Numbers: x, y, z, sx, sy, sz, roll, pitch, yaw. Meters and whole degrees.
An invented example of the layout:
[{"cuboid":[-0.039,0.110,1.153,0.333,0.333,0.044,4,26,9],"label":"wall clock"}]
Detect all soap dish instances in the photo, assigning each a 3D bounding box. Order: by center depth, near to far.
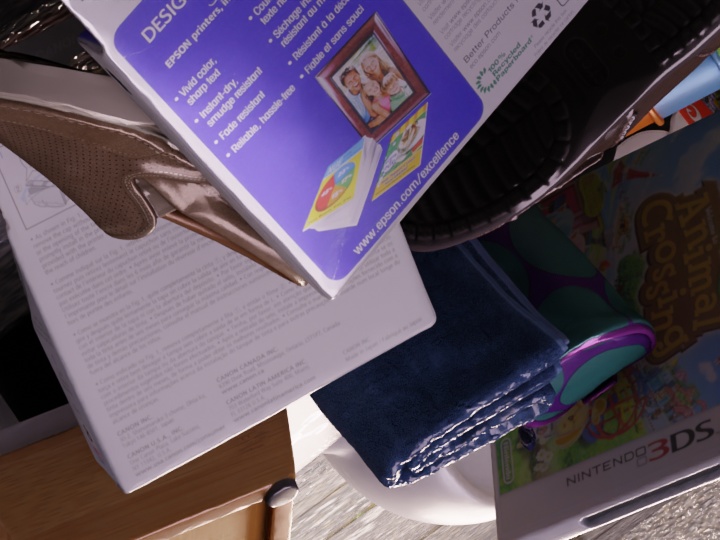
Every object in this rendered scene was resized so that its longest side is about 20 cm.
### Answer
[{"cuboid":[-0.106,0.138,1.220,0.157,0.081,0.200,-20,146,-20],"label":"soap dish"}]

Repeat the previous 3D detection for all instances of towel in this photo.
[{"cuboid":[0.000,0.000,1.195,0.111,0.200,0.049,-29,158,-22],"label":"towel"}]

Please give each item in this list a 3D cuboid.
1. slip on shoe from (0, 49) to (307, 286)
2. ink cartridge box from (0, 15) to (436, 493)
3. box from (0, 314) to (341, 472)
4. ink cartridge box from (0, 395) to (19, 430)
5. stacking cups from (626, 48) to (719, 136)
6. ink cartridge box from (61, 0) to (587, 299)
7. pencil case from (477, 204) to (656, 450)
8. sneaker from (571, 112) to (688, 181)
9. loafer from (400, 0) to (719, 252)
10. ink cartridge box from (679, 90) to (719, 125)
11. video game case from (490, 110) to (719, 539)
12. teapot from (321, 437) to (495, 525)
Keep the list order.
[{"cuboid":[-0.090,-0.042,1.001,0.199,0.076,0.061,14,93,-38],"label":"slip on shoe"},{"cuboid":[-0.072,-0.029,1.083,0.162,0.201,0.057,-28,-160,-15],"label":"ink cartridge box"},{"cuboid":[-0.082,0.053,1.347,0.148,0.107,0.200,-39,164,11],"label":"box"},{"cuboid":[-0.258,0.114,1.195,0.145,0.084,0.200,-41,163,16],"label":"ink cartridge box"},{"cuboid":[0.152,-0.101,1.226,0.199,0.061,0.060,-29,166,15],"label":"stacking cups"},{"cuboid":[-0.008,-0.124,0.953,0.198,0.043,0.200,-49,131,-9],"label":"ink cartridge box"},{"cuboid":[0.053,-0.012,1.278,0.085,0.200,0.092,-37,158,-8],"label":"pencil case"},{"cuboid":[0.113,-0.077,1.454,0.073,0.112,0.201,2,-125,51],"label":"sneaker"},{"cuboid":[0.092,-0.073,1.138,0.200,0.073,0.071,-34,164,14],"label":"loafer"},{"cuboid":[0.176,-0.134,1.348,0.050,0.109,0.200,-29,163,-24],"label":"ink cartridge box"},{"cuboid":[0.140,0.028,1.302,0.182,0.201,0.022,-26,139,29],"label":"video game case"},{"cuboid":[0.029,0.058,1.529,0.146,0.198,0.200,-3,149,39],"label":"teapot"}]
